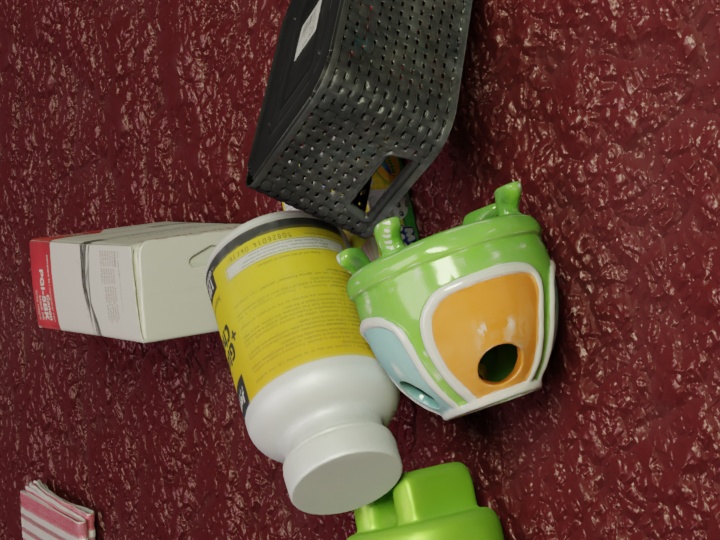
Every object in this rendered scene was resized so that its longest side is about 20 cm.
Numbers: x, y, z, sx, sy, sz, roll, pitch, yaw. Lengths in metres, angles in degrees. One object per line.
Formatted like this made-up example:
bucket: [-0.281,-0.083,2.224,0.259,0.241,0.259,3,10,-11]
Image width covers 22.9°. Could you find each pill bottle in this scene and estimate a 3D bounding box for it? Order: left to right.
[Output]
pill bottle: [-0.036,0.065,1.255,0.112,0.111,0.201,-58,40,43]

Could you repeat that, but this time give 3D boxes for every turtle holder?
turtle holder: [0.057,0.032,1.194,0.185,0.140,0.133,-28,80,51]

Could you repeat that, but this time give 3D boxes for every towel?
towel: [-0.313,0.334,1.883,0.146,0.030,0.202,15,110,53]

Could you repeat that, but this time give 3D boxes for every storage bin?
storage bin: [0.002,-0.142,1.202,0.135,0.093,0.201,-50,24,47]

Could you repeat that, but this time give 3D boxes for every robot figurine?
robot figurine: [0.054,0.241,1.254,0.175,0.115,0.202,-19,80,43]

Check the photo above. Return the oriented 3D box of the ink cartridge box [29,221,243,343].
ink cartridge box: [-0.174,0.007,1.516,0.199,0.146,0.084,4,100,56]

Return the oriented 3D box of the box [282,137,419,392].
box: [0.000,0.000,1.352,0.117,0.048,0.202,-23,74,54]
